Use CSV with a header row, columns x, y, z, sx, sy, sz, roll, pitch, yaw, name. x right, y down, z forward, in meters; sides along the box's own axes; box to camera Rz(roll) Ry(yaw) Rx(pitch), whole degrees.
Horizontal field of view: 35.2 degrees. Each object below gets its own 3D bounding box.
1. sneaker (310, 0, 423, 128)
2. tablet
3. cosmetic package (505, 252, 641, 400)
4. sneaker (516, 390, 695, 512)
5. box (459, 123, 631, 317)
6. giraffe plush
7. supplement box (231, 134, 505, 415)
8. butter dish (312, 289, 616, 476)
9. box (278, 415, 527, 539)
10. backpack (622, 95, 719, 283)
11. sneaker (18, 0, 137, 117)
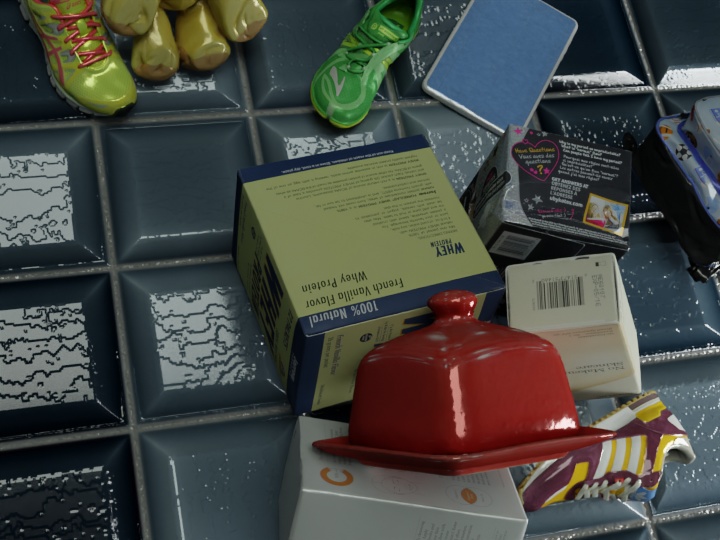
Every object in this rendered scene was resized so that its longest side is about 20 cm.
x,y,z,sx,sy,sz,roll,pitch,yaw,name
0.008,-0.243,1.255,0.074,0.084,0.200,30,64,0,sneaker
0.167,-0.254,1.337,0.130,0.014,0.200,30,64,0,tablet
0.208,0.060,1.094,0.103,0.200,0.073,-8,63,17,cosmetic package
0.246,0.199,1.125,0.200,0.075,0.090,-28,71,-22,sneaker
0.170,-0.042,1.141,0.132,0.200,0.115,12,63,-8,box
-0.210,-0.327,1.212,0.172,0.200,0.162,-18,43,-17,giraffe plush
0.000,0.000,1.094,0.200,0.134,0.200,-13,56,-18,supplement box
0.083,0.090,0.970,0.199,0.200,0.148,-1,86,-36,butter dish
0.032,0.216,1.022,0.199,0.098,0.124,10,21,-9,box
0.426,-0.110,1.269,0.190,0.154,0.200,-11,67,-29,backpack
-0.298,-0.248,1.179,0.078,0.090,0.200,-31,79,-25,sneaker
